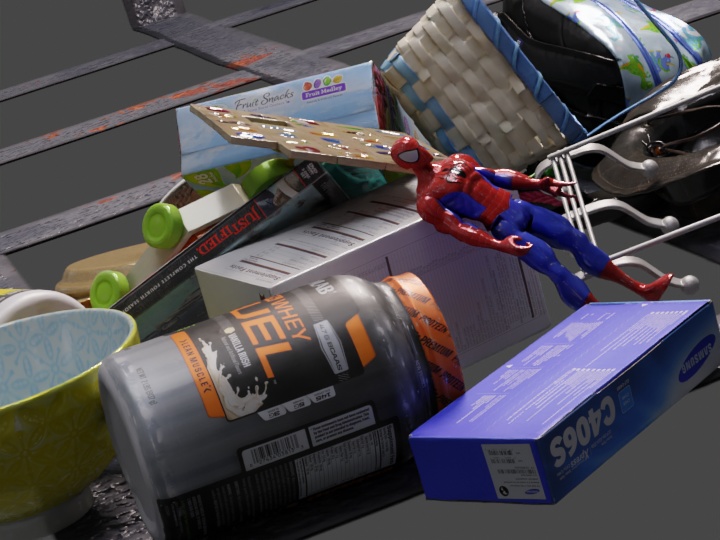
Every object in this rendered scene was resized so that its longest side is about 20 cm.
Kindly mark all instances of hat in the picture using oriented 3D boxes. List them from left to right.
[{"bbox_3d":[0.277,-0.090,1.677,0.200,0.081,0.201,-28,20,11],"label":"hat"}]

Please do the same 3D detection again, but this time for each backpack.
[{"bbox_3d":[0.205,-0.162,1.878,0.153,0.164,0.200,-4,19,-13],"label":"backpack"}]

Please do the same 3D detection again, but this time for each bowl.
[{"bbox_3d":[-0.223,0.110,1.412,0.199,0.108,0.200,-14,15,4],"label":"bowl"}]

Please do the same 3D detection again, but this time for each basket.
[{"bbox_3d":[0.125,-0.170,1.722,0.200,0.177,0.139,-35,0,11],"label":"basket"}]

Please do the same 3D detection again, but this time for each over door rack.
[{"bbox_3d":[0.223,-0.061,1.530,0.199,0.067,0.148,-31,36,16],"label":"over door rack"}]

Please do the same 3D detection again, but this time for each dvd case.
[{"bbox_3d":[-0.092,0.003,1.563,0.200,0.022,0.146,-38,-17,1],"label":"dvd case"}]

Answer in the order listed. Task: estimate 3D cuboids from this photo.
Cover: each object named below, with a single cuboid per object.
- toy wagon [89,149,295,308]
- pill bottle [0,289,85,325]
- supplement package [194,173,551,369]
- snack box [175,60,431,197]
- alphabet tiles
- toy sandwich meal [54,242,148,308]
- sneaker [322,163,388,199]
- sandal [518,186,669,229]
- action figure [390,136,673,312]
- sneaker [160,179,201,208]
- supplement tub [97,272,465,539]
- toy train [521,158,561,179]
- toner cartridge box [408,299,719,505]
[{"bbox_3d":[-0.100,-0.014,1.620,0.155,0.040,0.200,8,-51,-50],"label":"toy wagon"},{"bbox_3d":[-0.284,0.069,1.614,0.199,0.115,0.114,0,22,46],"label":"pill bottle"},{"bbox_3d":[0.009,0.017,1.497,0.199,0.114,0.109,-23,18,-26],"label":"supplement package"},{"bbox_3d":[-0.037,-0.085,1.808,0.168,0.068,0.200,-12,-23,13],"label":"snack box"},{"bbox_3d":[-0.022,-0.090,1.552,0.166,0.008,0.200,7,10,-15],"label":"alphabet tiles"},{"bbox_3d":[-0.155,0.017,1.770,0.204,0.071,0.205,-11,6,1],"label":"toy sandwich meal"},{"bbox_3d":[0.020,-0.041,1.680,0.199,0.121,0.084,-5,19,33],"label":"sneaker"},{"bbox_3d":[0.148,-0.053,1.738,0.199,0.045,0.075,-16,15,-1],"label":"sandal"},{"bbox_3d":[0.106,-0.029,1.437,0.066,0.199,0.052,-56,-6,-29],"label":"action figure"},{"bbox_3d":[-0.096,-0.067,2.036,0.199,0.073,0.085,-25,-14,-12],"label":"sneaker"},{"bbox_3d":[-0.046,0.078,1.322,0.199,0.123,0.122,-20,16,-14],"label":"supplement tub"},{"bbox_3d":[0.088,-0.058,1.803,0.200,0.042,0.056,-25,-19,-37],"label":"toy train"},{"bbox_3d":[0.125,0.075,1.311,0.095,0.043,0.200,-1,21,41],"label":"toner cartridge box"}]
